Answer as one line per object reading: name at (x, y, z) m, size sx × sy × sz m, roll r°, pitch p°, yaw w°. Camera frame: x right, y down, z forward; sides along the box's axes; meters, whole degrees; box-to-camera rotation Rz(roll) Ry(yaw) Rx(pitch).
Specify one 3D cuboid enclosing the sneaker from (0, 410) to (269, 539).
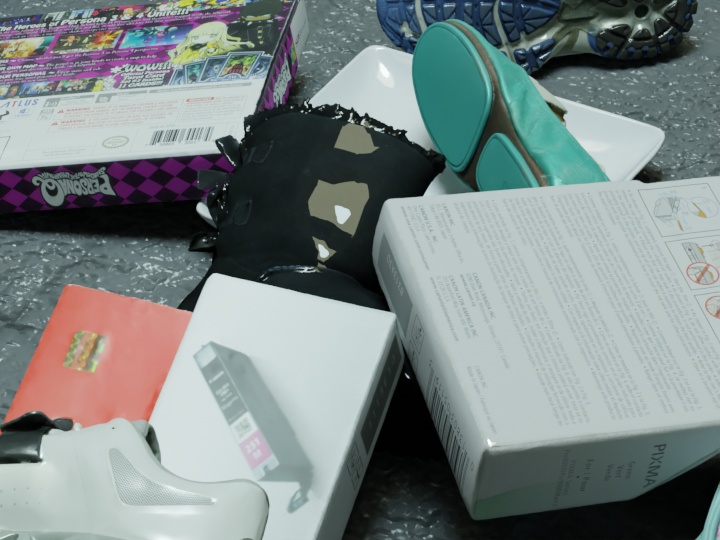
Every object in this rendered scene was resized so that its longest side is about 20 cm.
sneaker at (-0.125, 0.096, 0.843) m, size 0.199 × 0.074 × 0.089 m, roll 15°, pitch 49°, yaw 25°

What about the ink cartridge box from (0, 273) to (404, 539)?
ink cartridge box at (-0.091, 0.093, 0.896) m, size 0.172 × 0.044 × 0.201 m, roll 12°, pitch 61°, yaw 15°

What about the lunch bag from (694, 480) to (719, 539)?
lunch bag at (0.228, 0.110, 0.894) m, size 0.159 × 0.078 × 0.200 m, roll 11°, pitch 37°, yaw 15°

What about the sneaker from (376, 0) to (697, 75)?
sneaker at (0.103, -0.166, 1.283) m, size 0.198 × 0.078 × 0.085 m, roll -1°, pitch 26°, yaw -13°

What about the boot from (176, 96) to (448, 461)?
boot at (0.001, 0.001, 1.019) m, size 0.197 × 0.074 × 0.163 m, roll 10°, pitch 54°, yaw 20°

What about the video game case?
video game case at (-0.140, -0.098, 1.189) m, size 0.198 × 0.036 × 0.182 m, roll -4°, pitch 35°, yaw 12°

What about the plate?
plate at (0.042, -0.045, 1.143) m, size 0.199 × 0.033 × 0.200 m, roll 18°, pitch 40°, yaw 24°

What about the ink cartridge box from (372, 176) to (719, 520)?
ink cartridge box at (0.121, 0.027, 0.929) m, size 0.198 × 0.050 × 0.161 m, roll -4°, pitch 43°, yaw -17°

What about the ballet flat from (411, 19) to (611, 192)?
ballet flat at (0.086, -0.064, 1.102) m, size 0.070 × 0.068 × 0.200 m, roll 11°, pitch 31°, yaw -27°
